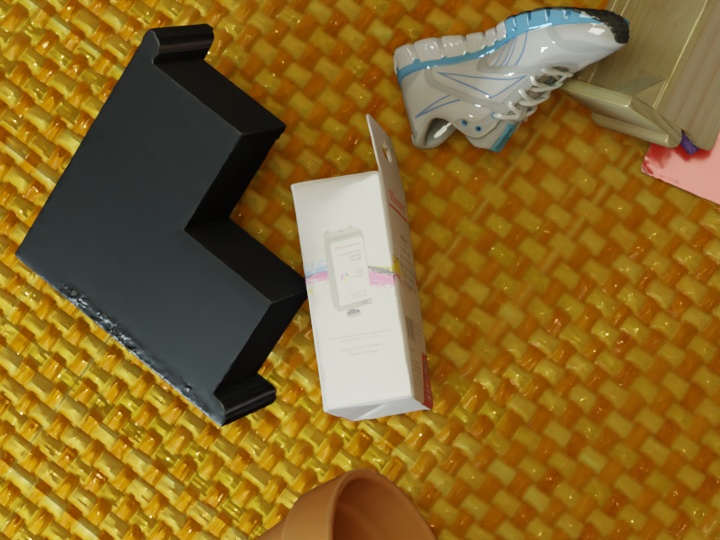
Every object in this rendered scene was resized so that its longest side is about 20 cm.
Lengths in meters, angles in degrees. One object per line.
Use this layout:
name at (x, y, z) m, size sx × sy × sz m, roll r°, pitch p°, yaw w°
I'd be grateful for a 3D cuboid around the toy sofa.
toy sofa at (0.230, -0.189, 1.626) m, size 0.083 × 0.097 × 0.201 m, roll 23°, pitch 86°, yaw 48°

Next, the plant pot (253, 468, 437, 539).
plant pot at (-0.027, 0.251, 1.562) m, size 0.140 × 0.200 × 0.201 m, roll -23°, pitch 81°, yaw 21°

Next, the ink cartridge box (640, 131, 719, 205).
ink cartridge box at (0.320, -0.107, 1.617) m, size 0.199 × 0.050 × 0.163 m, roll 24°, pitch 87°, yaw 7°

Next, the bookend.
bookend at (-0.105, -0.035, 1.612) m, size 0.198 × 0.092 × 0.200 m, roll 38°, pitch 110°, yaw 13°

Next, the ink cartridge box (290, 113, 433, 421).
ink cartridge box at (0.000, 0.000, 1.616) m, size 0.067 × 0.116 × 0.201 m, roll -9°, pitch 81°, yaw 8°

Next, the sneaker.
sneaker at (0.109, -0.129, 1.605) m, size 0.199 × 0.075 × 0.087 m, roll -14°, pitch 75°, yaw 44°
